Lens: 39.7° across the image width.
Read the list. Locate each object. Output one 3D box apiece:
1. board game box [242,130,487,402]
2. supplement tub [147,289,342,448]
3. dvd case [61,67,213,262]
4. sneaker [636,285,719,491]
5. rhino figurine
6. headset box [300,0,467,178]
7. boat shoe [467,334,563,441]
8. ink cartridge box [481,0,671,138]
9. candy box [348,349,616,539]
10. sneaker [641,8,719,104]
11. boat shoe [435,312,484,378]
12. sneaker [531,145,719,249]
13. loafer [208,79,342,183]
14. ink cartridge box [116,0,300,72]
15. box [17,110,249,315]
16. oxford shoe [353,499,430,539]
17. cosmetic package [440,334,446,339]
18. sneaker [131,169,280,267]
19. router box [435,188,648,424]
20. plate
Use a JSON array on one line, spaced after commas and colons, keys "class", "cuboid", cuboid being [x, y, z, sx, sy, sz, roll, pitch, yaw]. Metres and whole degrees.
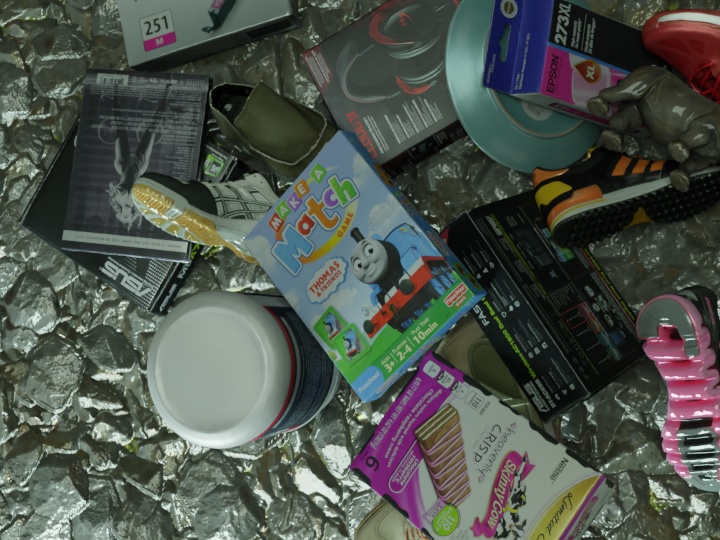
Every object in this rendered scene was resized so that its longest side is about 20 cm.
[{"class": "board game box", "cuboid": [-0.001, -0.004, 0.926, 0.151, 0.036, 0.201, -46, 72, 21]}, {"class": "supplement tub", "cuboid": [-0.104, 0.092, 0.969, 0.139, 0.200, 0.142, -1, 86, 17]}, {"class": "dvd case", "cuboid": [-0.241, -0.115, 1.077, 0.147, 0.016, 0.203, 5, 84, 13]}, {"class": "sneaker", "cuboid": [0.323, 0.106, 0.934, 0.078, 0.095, 0.202, -4, 107, 41]}, {"class": "rhino figurine", "cuboid": [0.307, -0.119, 0.899, 0.199, 0.060, 0.087, 37, 65, 23]}, {"class": "headset box", "cuboid": [0.044, -0.192, 1.031, 0.199, 0.075, 0.150, -29, 80, 9]}, {"class": "boat shoe", "cuboid": [0.166, 0.147, 0.964, 0.074, 0.068, 0.202, -3, 107, 44]}, {"class": "ink cartridge box", "cuboid": [0.212, -0.198, 0.954, 0.198, 0.037, 0.096, 12, 84, -23]}, {"class": "candy box", "cuboid": [0.104, 0.183, 0.886, 0.199, 0.061, 0.137, 34, 88, 33]}, {"class": "sneaker", "cuboid": [0.349, -0.162, 0.933, 0.198, 0.078, 0.117, 19, 79, 4]}, {"class": "boat shoe", "cuboid": [0.083, 0.121, 0.994, 0.072, 0.065, 0.201, 39, 94, 14]}, {"class": "sneaker", "cuboid": [0.260, -0.091, 0.956, 0.198, 0.070, 0.091, -16, 59, -11]}, {"class": "loafer", "cuboid": [-0.095, -0.147, 1.021, 0.199, 0.070, 0.076, 23, 78, 45]}, {"class": "ink cartridge box", "cuboid": [-0.179, -0.332, 1.118, 0.198, 0.044, 0.176, -14, 82, 12]}, {"class": "box", "cuboid": [-0.253, -0.084, 1.108, 0.199, 0.048, 0.194, 32, 90, 15]}, {"class": "oxford shoe", "cuboid": [0.066, 0.246, 0.965, 0.199, 0.075, 0.071, -30, 89, 27]}, {"class": "cosmetic package", "cuboid": [0.000, 0.000, 1.007, 0.082, 0.051, 0.201, -28, 88, -14]}, {"class": "sneaker", "cuboid": [-0.139, -0.069, 1.033, 0.198, 0.075, 0.089, 23, 73, -28]}, {"class": "router box", "cuboid": [0.172, 0.025, 0.936, 0.062, 0.149, 0.201, -42, 74, 39]}, {"class": "plate", "cuboid": [0.172, -0.196, 0.966, 0.198, 0.026, 0.203, 1, 88, -26]}]
